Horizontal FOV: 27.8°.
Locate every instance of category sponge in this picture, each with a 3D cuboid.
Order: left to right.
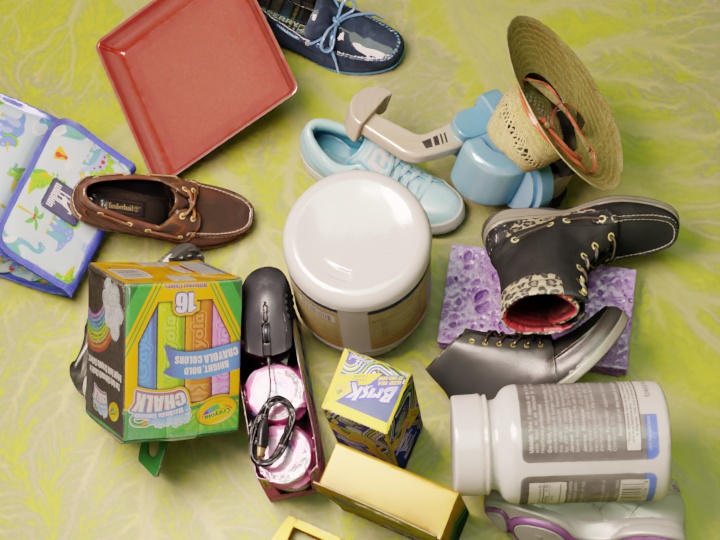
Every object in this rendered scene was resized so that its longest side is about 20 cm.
[{"bbox_3d":[0.186,0.041,1.522,0.199,0.030,0.112,8,72,8],"label":"sponge"}]

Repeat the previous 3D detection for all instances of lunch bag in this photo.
[{"bbox_3d":[-0.365,-0.082,1.568,0.199,0.127,0.171,25,71,-2],"label":"lunch bag"}]

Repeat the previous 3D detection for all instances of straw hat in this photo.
[{"bbox_3d":[0.172,-0.146,1.440,0.085,0.201,0.202,-33,67,31],"label":"straw hat"}]

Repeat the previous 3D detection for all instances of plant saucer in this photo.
[{"bbox_3d":[-0.178,-0.222,1.612,0.200,0.037,0.200,-32,69,17],"label":"plant saucer"}]

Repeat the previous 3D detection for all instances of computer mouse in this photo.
[{"bbox_3d":[-0.091,0.089,1.404,0.058,0.034,0.201,-4,70,2],"label":"computer mouse"}]

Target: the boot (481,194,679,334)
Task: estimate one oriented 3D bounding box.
[{"bbox_3d":[0.226,-0.002,1.452,0.203,0.074,0.154,-4,36,3],"label":"boot"}]

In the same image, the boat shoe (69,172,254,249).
[{"bbox_3d":[-0.204,-0.065,1.537,0.199,0.070,0.071,3,78,-20],"label":"boat shoe"}]

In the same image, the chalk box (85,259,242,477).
[{"bbox_3d":[-0.194,0.098,1.431,0.123,0.125,0.201,-3,102,-27],"label":"chalk box"}]

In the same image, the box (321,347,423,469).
[{"bbox_3d":[0.014,0.142,1.409,0.070,0.200,0.064,21,74,12],"label":"box"}]

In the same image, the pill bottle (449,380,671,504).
[{"bbox_3d":[0.186,0.163,1.377,0.199,0.114,0.114,-1,70,1],"label":"pill bottle"}]

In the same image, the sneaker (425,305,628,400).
[{"bbox_3d":[0.165,0.078,1.454,0.200,0.075,0.106,-39,88,8],"label":"sneaker"}]

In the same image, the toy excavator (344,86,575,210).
[{"bbox_3d":[0.108,-0.131,1.520,0.199,0.100,0.195,-22,68,-25],"label":"toy excavator"}]

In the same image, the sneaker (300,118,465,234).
[{"bbox_3d":[0.019,-0.102,1.558,0.199,0.082,0.074,23,75,12],"label":"sneaker"}]

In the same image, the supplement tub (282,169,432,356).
[{"bbox_3d":[0.000,0.000,1.460,0.144,0.200,0.145,-1,70,2],"label":"supplement tub"}]

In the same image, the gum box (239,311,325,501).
[{"bbox_3d":[-0.082,0.131,1.467,0.066,0.114,0.201,-12,70,0],"label":"gum box"}]

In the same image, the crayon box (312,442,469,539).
[{"bbox_3d":[0.033,0.217,1.379,0.127,0.200,0.051,22,79,11],"label":"crayon box"}]

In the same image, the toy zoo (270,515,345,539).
[{"bbox_3d":[-0.036,0.330,1.441,0.199,0.020,0.132,22,74,12],"label":"toy zoo"}]

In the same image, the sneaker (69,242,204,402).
[{"bbox_3d":[-0.242,0.050,1.524,0.090,0.066,0.200,23,76,47],"label":"sneaker"}]

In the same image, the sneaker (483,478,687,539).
[{"bbox_3d":[0.223,0.233,1.440,0.199,0.075,0.100,7,52,7],"label":"sneaker"}]

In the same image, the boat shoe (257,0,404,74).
[{"bbox_3d":[-0.050,-0.271,1.631,0.199,0.069,0.084,13,72,9],"label":"boat shoe"}]
